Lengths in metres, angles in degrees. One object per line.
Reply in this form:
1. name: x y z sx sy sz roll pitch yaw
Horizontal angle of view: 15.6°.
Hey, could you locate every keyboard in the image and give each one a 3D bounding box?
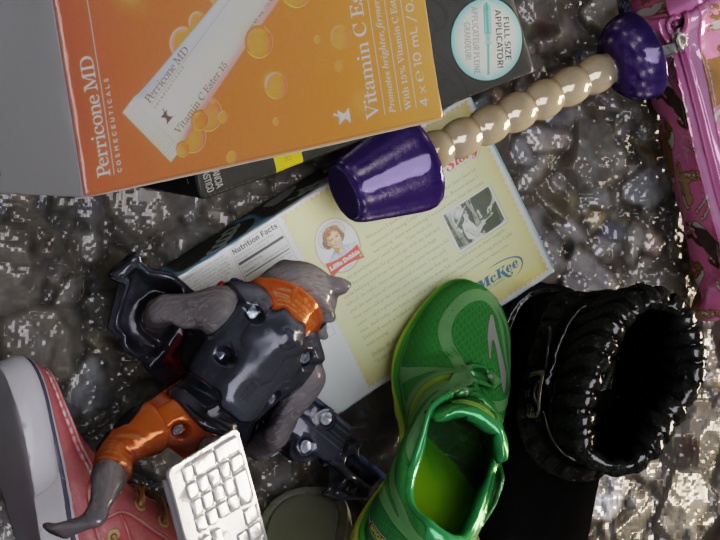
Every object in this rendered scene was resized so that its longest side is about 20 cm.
1. keyboard: -0.054 0.181 1.294 0.056 0.011 0.201 -26 108 -44

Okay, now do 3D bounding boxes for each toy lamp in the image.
1. toy lamp: 0.074 -0.080 1.427 0.199 0.058 0.059 -24 104 -22

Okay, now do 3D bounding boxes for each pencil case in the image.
1. pencil case: 0.208 -0.070 1.508 0.086 0.083 0.201 -22 104 -26

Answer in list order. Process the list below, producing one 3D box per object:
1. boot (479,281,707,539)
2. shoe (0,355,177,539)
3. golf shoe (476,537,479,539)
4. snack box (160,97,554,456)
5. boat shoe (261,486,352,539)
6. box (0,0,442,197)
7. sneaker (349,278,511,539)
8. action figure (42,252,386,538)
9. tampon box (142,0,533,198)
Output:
1. boot: 0.117 0.107 1.445 0.079 0.158 0.213 3 94 -23
2. shoe: -0.134 0.130 1.392 0.091 0.071 0.201 -19 107 -22
3. golf shoe: 0.053 0.217 1.440 0.072 0.092 0.201 -17 116 1
4. snack box: 0.000 0.000 1.451 0.199 0.037 0.117 -32 107 -17
5. boat shoe: -0.041 0.209 1.399 0.074 0.200 0.066 -3 132 12
6. box: -0.075 -0.113 1.219 0.199 0.097 0.125 -15 101 -33
7. sneaker: 0.053 0.086 1.387 0.074 0.084 0.201 30 49 -19
8. action figure: -0.053 0.085 1.357 0.199 0.104 0.194 33 72 -25
9. tampon box: -0.037 -0.142 1.373 0.199 0.126 0.151 -23 104 -20
